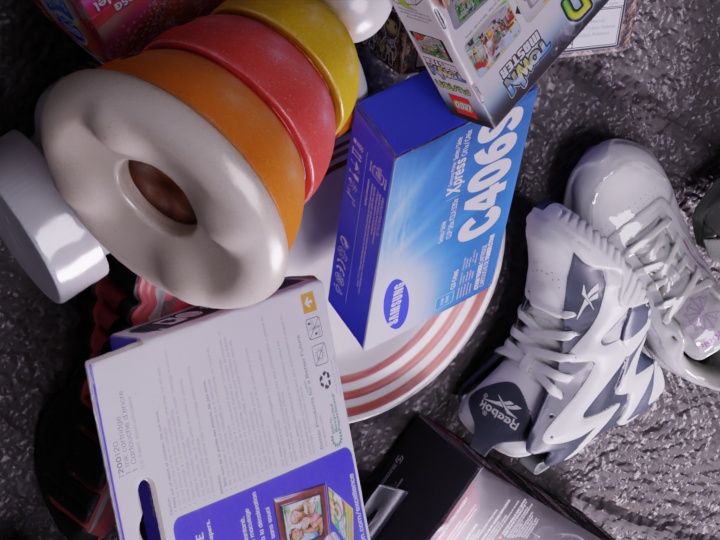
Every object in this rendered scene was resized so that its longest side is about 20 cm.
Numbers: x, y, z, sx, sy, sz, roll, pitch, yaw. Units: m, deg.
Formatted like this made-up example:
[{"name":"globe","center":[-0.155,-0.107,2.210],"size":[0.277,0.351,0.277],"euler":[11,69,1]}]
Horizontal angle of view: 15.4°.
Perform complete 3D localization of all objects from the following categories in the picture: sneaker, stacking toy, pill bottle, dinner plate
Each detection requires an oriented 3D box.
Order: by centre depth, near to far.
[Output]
[{"name":"stacking toy","center":[-0.050,-0.092,1.335],"size":[0.200,0.146,0.146],"euler":[-50,136,-31]},{"name":"pill bottle","center":[-0.103,-0.074,1.421],"size":[0.200,0.110,0.110],"euler":[-35,130,-14]},{"name":"sneaker","center":[-0.121,0.068,1.516],"size":[0.087,0.074,0.201],"euler":[2,114,-38]},{"name":"dinner plate","center":[0.000,0.000,1.596],"size":[0.200,0.024,0.201],"euler":[-17,125,-26]},{"name":"sneaker","center":[0.112,0.055,1.662],"size":[0.130,0.079,0.199],"euler":[-42,148,-15]},{"name":"sneaker","center":[0.195,-0.003,1.681],"size":[0.075,0.100,0.200],"euler":[-39,130,-9]}]

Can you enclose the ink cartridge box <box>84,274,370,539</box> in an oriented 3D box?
[{"name":"ink cartridge box","center":[-0.078,0.120,1.466],"size":[0.200,0.043,0.199],"euler":[-19,102,-51]}]

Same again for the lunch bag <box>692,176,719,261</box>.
[{"name":"lunch bag","center":[0.331,-0.040,1.699],"size":[0.200,0.164,0.118],"euler":[-36,131,-23]}]

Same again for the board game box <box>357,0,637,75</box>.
[{"name":"board game box","center":[0.075,-0.223,1.470],"size":[0.159,0.097,0.200],"euler":[-8,120,-32]}]

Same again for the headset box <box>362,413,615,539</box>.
[{"name":"headset box","center":[0.062,0.195,1.716],"size":[0.200,0.077,0.149],"euler":[32,94,-41]}]

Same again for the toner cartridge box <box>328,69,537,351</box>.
[{"name":"toner cartridge box","center":[0.038,-0.040,1.501],"size":[0.095,0.043,0.200],"euler":[-26,154,-20]}]

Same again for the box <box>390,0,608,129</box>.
[{"name":"box","center":[0.100,-0.182,1.395],"size":[0.200,0.035,0.110],"euler":[-48,134,-20]}]

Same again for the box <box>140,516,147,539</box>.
[{"name":"box","center":[-0.039,0.206,1.567],"size":[0.137,0.200,0.039],"euler":[-2,124,-35]}]

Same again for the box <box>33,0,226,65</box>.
[{"name":"box","center":[-0.081,-0.200,1.370],"size":[0.200,0.100,0.096],"euler":[-38,134,-12]}]
